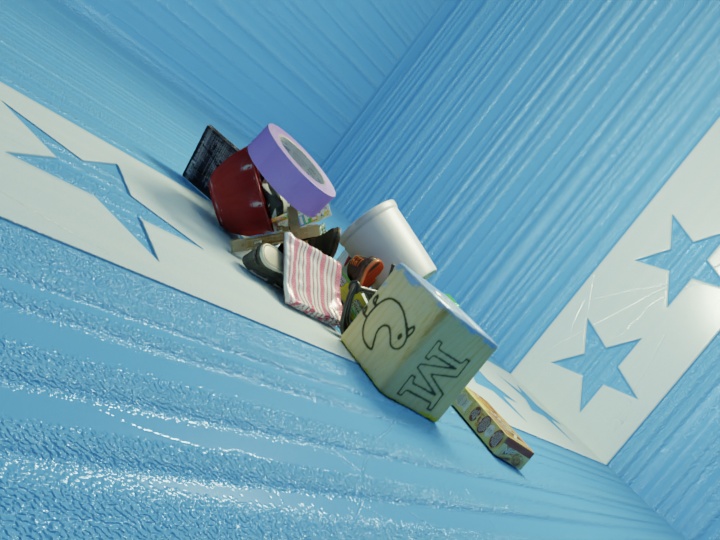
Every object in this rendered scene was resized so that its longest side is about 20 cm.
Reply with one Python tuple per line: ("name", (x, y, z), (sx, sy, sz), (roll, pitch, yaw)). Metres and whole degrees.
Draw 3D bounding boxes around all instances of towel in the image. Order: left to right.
("towel", (-0.091, 0.020, 1.542), (0.199, 0.029, 0.150), (32, 48, -55))

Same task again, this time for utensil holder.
("utensil holder", (0.067, -0.038, 1.854), (0.202, 0.169, 0.170), (56, 9, 8))

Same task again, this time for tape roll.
("tape roll", (-0.140, -0.206, 1.582), (0.200, 0.066, 0.201), (45, 13, -13))

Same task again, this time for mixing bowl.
("mixing bowl", (-0.257, -0.155, 1.622), (0.200, 0.106, 0.205), (165, -90, -86))

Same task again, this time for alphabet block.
("alphabet block", (0.115, 0.143, 1.521), (0.195, 0.201, 0.195), (34, 7, -38))

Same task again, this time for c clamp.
("c clamp", (0.009, 0.066, 1.628), (0.027, 0.175, 0.199), (14, 4, 25))

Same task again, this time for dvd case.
("dvd case", (-0.305, -0.213, 1.761), (0.199, 0.150, 0.016), (40, 30, 5))

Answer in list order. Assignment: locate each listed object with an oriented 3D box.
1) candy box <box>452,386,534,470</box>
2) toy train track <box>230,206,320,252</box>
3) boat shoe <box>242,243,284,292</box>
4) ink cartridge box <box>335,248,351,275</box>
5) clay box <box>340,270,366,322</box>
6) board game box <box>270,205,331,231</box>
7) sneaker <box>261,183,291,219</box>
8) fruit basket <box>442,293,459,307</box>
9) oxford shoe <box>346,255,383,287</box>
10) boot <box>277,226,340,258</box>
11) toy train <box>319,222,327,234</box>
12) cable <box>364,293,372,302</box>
("candy box", (0.300, 0.358, 1.767), (0.115, 0.056, 0.200), (35, 9, -37))
("toy train track", (-0.174, -0.066, 1.550), (0.197, 0.117, 0.032), (-13, 13, -32))
("boat shoe", (-0.156, 0.004, 1.520), (0.199, 0.056, 0.068), (38, 44, -50))
("ink cartridge box", (-0.014, -0.011, 2.052), (0.083, 0.145, 0.200), (38, 7, -9))
("clay box", (-0.030, 0.061, 1.758), (0.200, 0.047, 0.116), (46, -13, 48))
("board game box", (-0.168, -0.126, 1.796), (0.199, 0.133, 0.035), (14, -55, 61))
("sneaker", (-0.164, -0.154, 1.626), (0.200, 0.078, 0.075), (-116, -167, -83))
("fruit basket", (0.122, 0.150, 1.757), (0.214, 0.217, 0.156), (37, 6, -14))
("oxford shoe", (0.000, 0.000, 1.725), (0.073, 0.071, 0.200), (50, -18, 6))
("boot", (-0.118, -0.046, 1.674), (0.095, 0.200, 0.076), (18, 57, -21))
("toy train", (-0.129, -0.058, 1.860), (0.083, 0.117, 0.200), (6, 8, 5))
("cable", (0.036, 0.115, 1.781), (0.200, 0.049, 0.099), (54, 15, -66))
